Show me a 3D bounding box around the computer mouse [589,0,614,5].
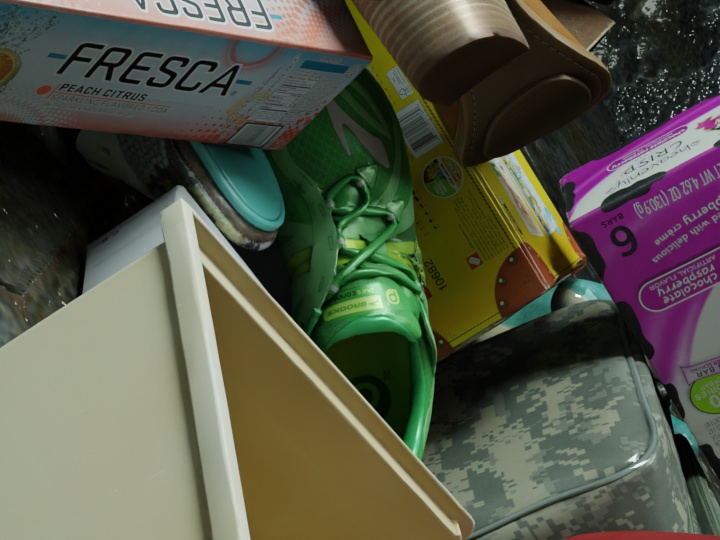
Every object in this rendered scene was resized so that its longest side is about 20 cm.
[{"bbox_3d":[0.110,-0.176,1.080,0.200,0.046,0.141,38,46,-53],"label":"computer mouse"}]

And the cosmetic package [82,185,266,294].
[{"bbox_3d":[-0.030,0.069,0.803,0.200,0.051,0.083,53,11,-24],"label":"cosmetic package"}]

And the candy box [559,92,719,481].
[{"bbox_3d":[0.199,0.016,0.978,0.200,0.136,0.061,57,14,-20],"label":"candy box"}]

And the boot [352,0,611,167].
[{"bbox_3d":[0.027,-0.130,0.871,0.155,0.077,0.200,63,18,17],"label":"boot"}]

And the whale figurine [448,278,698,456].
[{"bbox_3d":[0.125,0.048,1.150,0.159,0.104,0.200,34,-24,5],"label":"whale figurine"}]

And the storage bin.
[{"bbox_3d":[-0.022,0.122,0.616,0.199,0.094,0.200,49,16,-37],"label":"storage bin"}]

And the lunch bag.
[{"bbox_3d":[0.103,0.131,0.993,0.200,0.139,0.168,-91,158,-68],"label":"lunch bag"}]

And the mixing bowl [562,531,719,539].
[{"bbox_3d":[0.089,0.174,0.782,0.108,0.200,0.200,25,-6,31],"label":"mixing bowl"}]

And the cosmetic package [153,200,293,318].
[{"bbox_3d":[-0.041,-0.038,1.012,0.151,0.052,0.200,53,14,-16],"label":"cosmetic package"}]

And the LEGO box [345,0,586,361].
[{"bbox_3d":[0.018,-0.063,0.998,0.200,0.077,0.149,59,14,3],"label":"LEGO box"}]

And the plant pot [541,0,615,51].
[{"bbox_3d":[0.008,-0.136,1.182,0.200,0.187,0.187,42,13,2],"label":"plant pot"}]

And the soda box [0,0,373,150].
[{"bbox_3d":[-0.091,-0.095,0.761,0.200,0.064,0.068,3,53,-48],"label":"soda box"}]

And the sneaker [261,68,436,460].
[{"bbox_3d":[0.000,0.000,0.880,0.084,0.074,0.200,-155,-127,-75],"label":"sneaker"}]

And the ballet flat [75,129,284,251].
[{"bbox_3d":[-0.091,-0.078,0.868,0.072,0.072,0.200,36,27,-60],"label":"ballet flat"}]
